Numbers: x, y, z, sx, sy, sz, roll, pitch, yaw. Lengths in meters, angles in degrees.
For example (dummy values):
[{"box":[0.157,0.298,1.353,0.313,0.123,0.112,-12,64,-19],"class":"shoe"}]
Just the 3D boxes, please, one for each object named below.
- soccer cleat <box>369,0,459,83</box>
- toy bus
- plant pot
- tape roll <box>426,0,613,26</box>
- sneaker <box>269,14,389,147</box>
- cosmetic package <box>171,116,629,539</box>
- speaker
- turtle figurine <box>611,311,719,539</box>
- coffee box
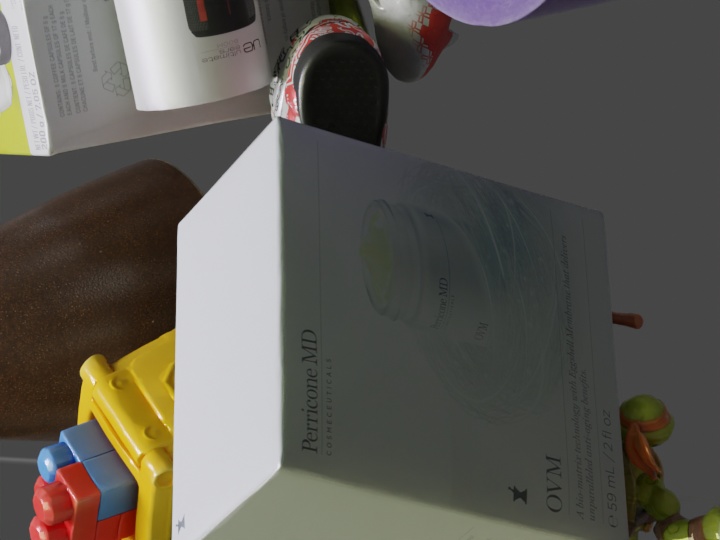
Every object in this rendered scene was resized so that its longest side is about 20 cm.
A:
[{"box":[0.011,-0.195,1.481,0.069,0.085,0.201,34,130,48],"class":"soccer cleat"},{"box":[-0.122,0.136,1.717,0.136,0.191,0.201,51,149,32],"class":"toy bus"},{"box":[-0.206,0.037,1.825,0.187,0.199,0.188,30,127,50],"class":"plant pot"},{"box":[0.081,-0.224,1.351,0.200,0.085,0.201,30,128,49],"class":"tape roll"},{"box":[-0.021,-0.042,1.536,0.108,0.067,0.202,-107,23,-72],"class":"sneaker"},{"box":[0.018,0.056,1.393,0.123,0.199,0.200,-45,38,48],"class":"cosmetic package"},{"box":[-0.105,-0.191,1.518,0.081,0.081,0.201,8,111,57],"class":"speaker"},{"box":[0.139,0.126,1.427,0.200,0.064,0.162,46,138,40],"class":"turtle figurine"},{"box":[-0.157,-0.184,1.649,0.197,0.199,0.201,7,108,58],"class":"coffee box"}]
